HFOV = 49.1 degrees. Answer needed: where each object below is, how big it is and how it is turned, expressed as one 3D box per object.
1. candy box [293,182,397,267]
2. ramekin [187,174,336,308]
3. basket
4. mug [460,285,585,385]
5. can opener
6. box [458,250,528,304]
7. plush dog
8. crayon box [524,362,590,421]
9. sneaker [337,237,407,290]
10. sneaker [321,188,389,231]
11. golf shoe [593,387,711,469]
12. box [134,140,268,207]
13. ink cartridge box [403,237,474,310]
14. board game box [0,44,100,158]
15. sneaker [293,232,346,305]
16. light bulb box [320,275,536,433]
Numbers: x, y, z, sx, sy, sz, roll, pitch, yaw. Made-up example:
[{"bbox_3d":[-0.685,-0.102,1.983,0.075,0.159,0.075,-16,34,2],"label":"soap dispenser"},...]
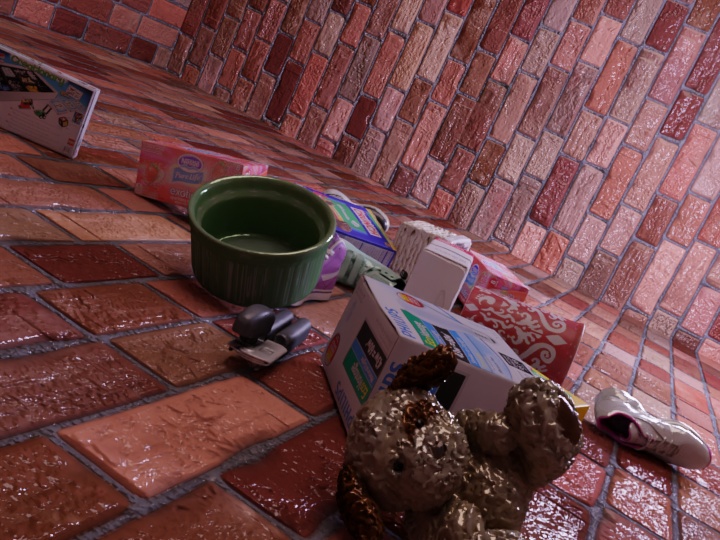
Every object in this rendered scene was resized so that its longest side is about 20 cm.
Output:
[{"bbox_3d":[-0.044,-0.081,1.598,0.198,0.077,0.170,19,24,-34],"label":"candy box"},{"bbox_3d":[-0.137,-0.038,1.069,0.197,0.099,0.201,9,34,-6],"label":"ramekin"},{"bbox_3d":[0.143,-0.026,1.687,0.122,0.137,0.200,25,11,18],"label":"basket"},{"bbox_3d":[0.264,0.130,1.373,0.198,0.179,0.134,24,47,11],"label":"mug"},{"bbox_3d":[-0.099,0.072,0.922,0.052,0.067,0.200,26,7,8],"label":"can opener"},{"bbox_3d":[0.279,0.040,1.721,0.094,0.104,0.200,23,13,-12],"label":"box"},{"bbox_3d":[0.067,0.166,0.670,0.171,0.201,0.160,33,-23,-10],"label":"plush dog"},{"bbox_3d":[0.214,0.170,1.163,0.199,0.059,0.172,34,13,34],"label":"crayon box"},{"bbox_3d":[0.000,0.000,1.391,0.199,0.075,0.118,19,7,-41],"label":"sneaker"},{"bbox_3d":[-0.025,-0.136,1.994,0.198,0.076,0.088,23,25,12],"label":"sneaker"},{"bbox_3d":[0.463,0.269,1.267,0.198,0.076,0.091,27,27,17],"label":"golf shoe"},{"bbox_3d":[-0.272,-0.156,1.351,0.198,0.096,0.102,15,11,17],"label":"box"},{"bbox_3d":[0.126,0.031,1.357,0.084,0.146,0.200,25,11,7],"label":"ink cartridge box"},{"bbox_3d":[-0.562,-0.291,1.345,0.198,0.127,0.035,24,12,-11],"label":"board game box"},{"bbox_3d":[-0.084,-0.014,1.192,0.072,0.115,0.200,30,14,17],"label":"sneaker"},{"bbox_3d":[0.079,0.123,0.911,0.198,0.126,0.198,23,12,-18],"label":"light bulb box"}]
